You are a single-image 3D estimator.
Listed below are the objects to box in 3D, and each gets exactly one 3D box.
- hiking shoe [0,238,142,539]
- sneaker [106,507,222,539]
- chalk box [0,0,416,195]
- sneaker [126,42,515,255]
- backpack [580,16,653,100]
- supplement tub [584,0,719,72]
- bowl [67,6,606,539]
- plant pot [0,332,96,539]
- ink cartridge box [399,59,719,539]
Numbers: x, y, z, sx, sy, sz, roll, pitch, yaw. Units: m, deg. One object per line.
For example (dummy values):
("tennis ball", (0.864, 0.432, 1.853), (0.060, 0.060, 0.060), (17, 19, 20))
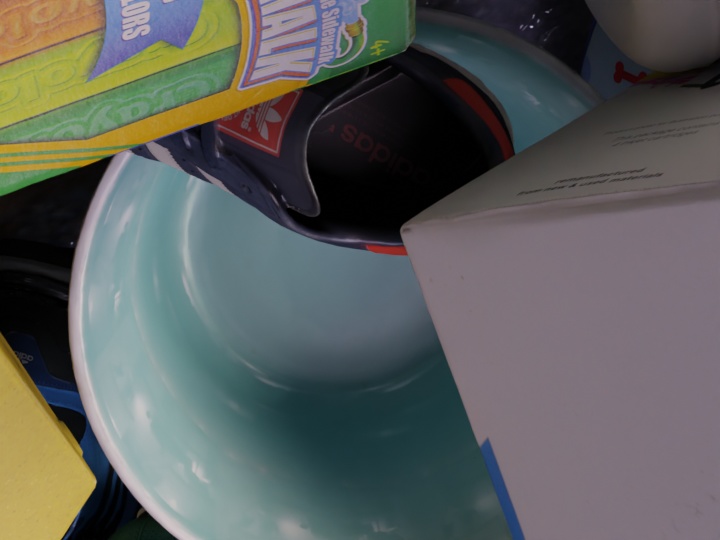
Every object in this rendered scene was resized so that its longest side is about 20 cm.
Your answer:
("hiking shoe", (-0.119, 0.074, 0.978), (0.074, 0.087, 0.201), (11, 146, 13))
("sneaker", (-0.056, 0.105, 0.984), (0.071, 0.081, 0.200), (2, 164, 8))
("chalk box", (-0.056, -0.119, 0.704), (0.199, 0.124, 0.125), (-20, 151, -8))
("sneaker", (-0.042, -0.057, 0.790), (0.199, 0.085, 0.075), (16, 103, -12))
("backpack", (0.172, -0.037, 0.974), (0.182, 0.147, 0.201), (-25, 140, -22))
("supplement tub", (0.146, -0.158, 0.774), (0.199, 0.146, 0.145), (-23, 151, -3))
("bowl", (0.000, 0.000, 0.911), (0.199, 0.105, 0.203), (-2, 106, -6))
("plant pot", (-0.198, 0.043, 0.807), (0.176, 0.200, 0.200), (-34, 152, -6))
("ink cartridge box", (0.144, 0.007, 0.771), (0.199, 0.148, 0.144), (-31, -164, -39))
